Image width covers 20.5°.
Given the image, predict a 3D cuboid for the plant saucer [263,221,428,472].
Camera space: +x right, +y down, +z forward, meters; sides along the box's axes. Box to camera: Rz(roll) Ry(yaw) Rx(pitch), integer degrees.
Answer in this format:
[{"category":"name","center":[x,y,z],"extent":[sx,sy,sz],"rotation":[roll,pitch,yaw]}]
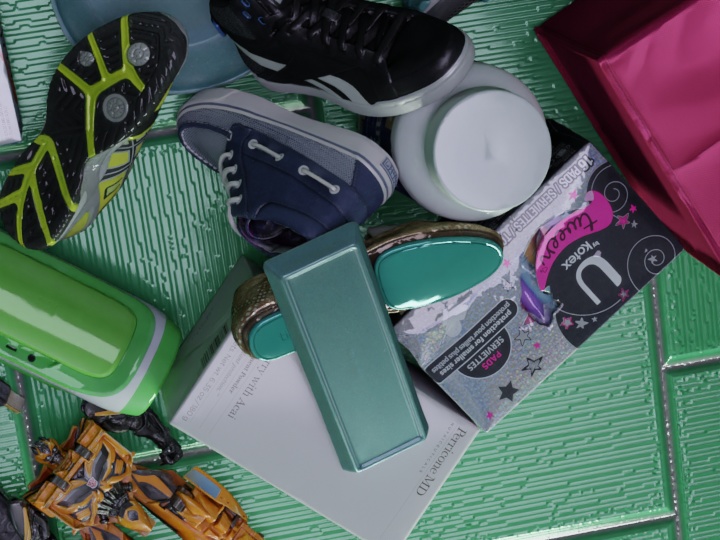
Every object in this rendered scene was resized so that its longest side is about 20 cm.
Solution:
[{"category":"plant saucer","center":[-0.005,0.059,1.368],"extent":[0.070,0.019,0.200],"rotation":[-25,127,-7]}]

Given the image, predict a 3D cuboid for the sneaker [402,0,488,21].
[{"category":"sneaker","center":[0.120,-0.228,1.460],"extent":[0.200,0.078,0.091],"rotation":[-40,110,3]}]

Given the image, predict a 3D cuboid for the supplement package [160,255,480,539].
[{"category":"supplement package","center":[-0.033,0.100,1.484],"extent":[0.200,0.120,0.121],"rotation":[32,95,-15]}]

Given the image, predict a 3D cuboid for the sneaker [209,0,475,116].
[{"category":"sneaker","center":[-0.027,-0.166,1.348],"extent":[0.112,0.200,0.073],"rotation":[45,62,-42]}]

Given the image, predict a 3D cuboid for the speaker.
[{"category":"speaker","center":[-0.235,0.031,1.454],"extent":[0.200,0.088,0.089],"rotation":[28,97,-14]}]

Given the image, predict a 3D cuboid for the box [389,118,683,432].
[{"category":"box","center":[0.119,0.003,1.480],"extent":[0.200,0.132,0.115],"rotation":[-44,105,3]}]

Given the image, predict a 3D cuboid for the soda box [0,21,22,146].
[{"category":"soda box","center":[-0.291,-0.184,1.407],"extent":[0.068,0.064,0.201],"rotation":[-12,105,-6]}]

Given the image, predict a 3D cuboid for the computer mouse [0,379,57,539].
[{"category":"computer mouse","center":[-0.289,0.158,1.500],"extent":[0.200,0.046,0.141],"rotation":[40,76,-18]}]

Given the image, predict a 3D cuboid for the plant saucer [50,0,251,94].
[{"category":"plant saucer","center":[-0.127,-0.224,1.416],"extent":[0.199,0.036,0.200],"rotation":[-9,121,-15]}]

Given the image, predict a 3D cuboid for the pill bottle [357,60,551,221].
[{"category":"pill bottle","center":[0.068,-0.095,1.412],"extent":[0.111,0.200,0.111],"rotation":[-2,100,-11]}]

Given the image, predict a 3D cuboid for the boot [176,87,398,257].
[{"category":"boot","center":[-0.075,-0.066,1.398],"extent":[0.090,0.200,0.073],"rotation":[-49,134,-27]}]

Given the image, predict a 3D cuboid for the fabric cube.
[{"category":"fabric cube","center":[0.274,-0.142,1.441],"extent":[0.199,0.196,0.200],"rotation":[-34,107,1]}]

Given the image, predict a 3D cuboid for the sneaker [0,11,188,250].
[{"category":"sneaker","center":[-0.185,-0.105,1.420],"extent":[0.075,0.076,0.200],"rotation":[44,112,10]}]

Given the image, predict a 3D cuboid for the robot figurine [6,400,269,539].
[{"category":"robot figurine","center":[-0.165,0.189,1.500],"extent":[0.200,0.058,0.145],"rotation":[41,76,-22]}]

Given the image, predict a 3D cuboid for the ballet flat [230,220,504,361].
[{"category":"ballet flat","center":[0.000,0.000,1.384],"extent":[0.199,0.065,0.071],"rotation":[-18,130,-12]}]
